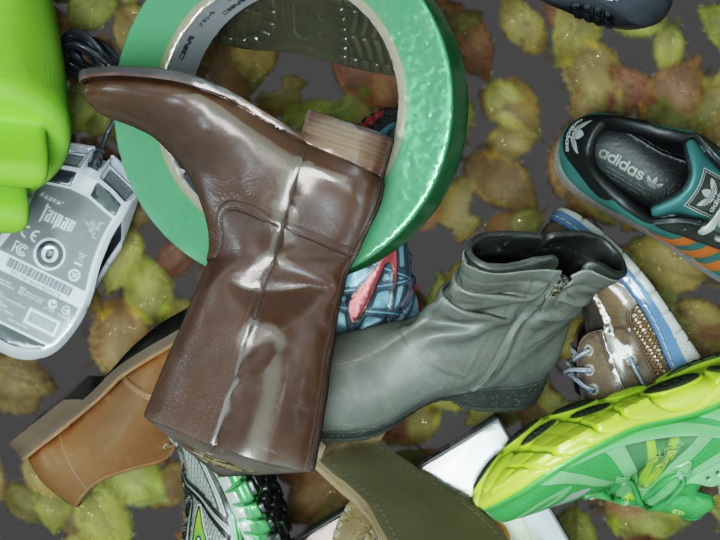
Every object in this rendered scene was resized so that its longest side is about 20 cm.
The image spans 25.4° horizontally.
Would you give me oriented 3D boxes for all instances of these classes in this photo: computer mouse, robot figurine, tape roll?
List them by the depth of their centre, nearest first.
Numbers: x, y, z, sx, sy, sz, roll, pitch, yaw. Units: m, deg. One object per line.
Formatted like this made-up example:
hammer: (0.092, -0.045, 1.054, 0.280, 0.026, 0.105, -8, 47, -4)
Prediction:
tape roll: (-0.040, -0.093, 0.910, 0.199, 0.048, 0.202, 1, 93, 15)
robot figurine: (-0.232, -0.119, 0.937, 0.115, 0.176, 0.201, 3, 54, -25)
computer mouse: (0.100, -0.201, 0.990, 0.199, 0.034, 0.059, 20, 91, 3)
computer mouse: (-0.179, -0.040, 0.997, 0.109, 0.044, 0.201, 27, 85, -3)

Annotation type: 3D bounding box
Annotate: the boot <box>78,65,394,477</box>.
boot: (-0.090, 0.002, 0.857, 0.185, 0.064, 0.201, 16, 88, 11)

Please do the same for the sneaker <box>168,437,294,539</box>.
sneaker: (-0.081, 0.158, 0.899, 0.085, 0.078, 0.201, -21, 79, 5)

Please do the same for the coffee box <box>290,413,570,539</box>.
coffee box: (0.026, 0.186, 0.968, 0.199, 0.080, 0.115, -30, 86, 2)

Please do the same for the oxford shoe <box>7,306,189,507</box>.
oxford shoe: (-0.121, 0.075, 0.971, 0.200, 0.071, 0.071, -37, 94, 23)

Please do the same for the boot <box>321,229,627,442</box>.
boot: (0.043, 0.025, 0.895, 0.199, 0.131, 0.068, -6, 52, -27)

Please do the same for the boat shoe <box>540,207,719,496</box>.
boat shoe: (0.162, 0.056, 0.966, 0.072, 0.072, 0.200, -37, 89, 0)

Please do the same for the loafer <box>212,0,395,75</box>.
loafer: (-0.043, -0.175, 0.979, 0.199, 0.068, 0.076, 22, 135, 13)

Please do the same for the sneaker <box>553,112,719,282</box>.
sneaker: (0.210, -0.037, 0.961, 0.199, 0.080, 0.072, 23, 91, 2)

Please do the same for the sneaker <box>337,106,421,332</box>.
sneaker: (0.000, 0.000, 0.983, 0.095, 0.079, 0.201, 22, 98, -11)

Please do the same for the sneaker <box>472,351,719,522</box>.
sneaker: (0.161, 0.108, 0.901, 0.199, 0.074, 0.084, -18, 96, -5)

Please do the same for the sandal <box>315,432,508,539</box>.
sandal: (0.014, 0.149, 0.897, 0.212, 0.077, 0.070, 45, 125, 36)
